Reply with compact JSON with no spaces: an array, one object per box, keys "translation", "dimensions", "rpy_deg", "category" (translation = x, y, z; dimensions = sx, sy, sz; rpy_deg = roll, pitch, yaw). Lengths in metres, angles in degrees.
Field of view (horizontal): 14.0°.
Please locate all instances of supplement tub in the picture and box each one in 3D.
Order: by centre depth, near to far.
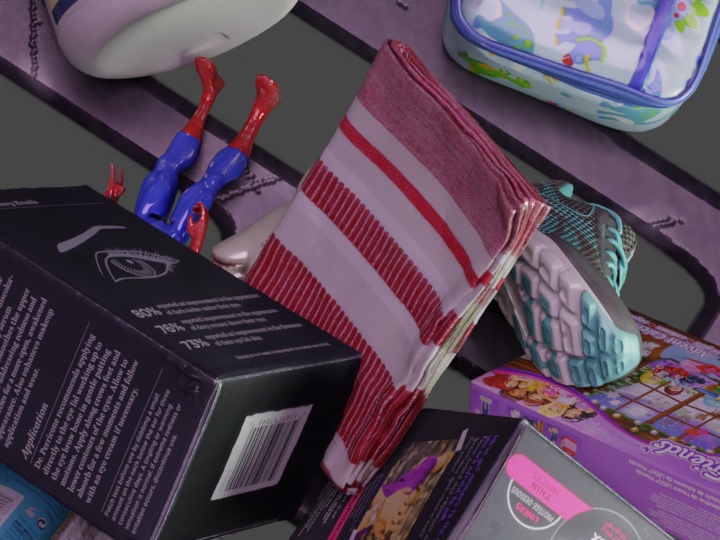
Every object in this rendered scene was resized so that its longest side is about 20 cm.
[{"translation":[-0.127,-0.224,1.655],"dimensions":[0.145,0.145,0.200],"rpy_deg":[-18,78,-6],"category":"supplement tub"}]

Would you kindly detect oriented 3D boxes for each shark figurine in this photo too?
[{"translation":[0.020,-0.009,1.634],"dimensions":[0.128,0.214,0.090],"rpy_deg":[-51,124,-40],"category":"shark figurine"}]

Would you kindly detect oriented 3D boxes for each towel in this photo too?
[{"translation":[0.005,-0.001,1.535],"dimensions":[0.144,0.023,0.200],"rpy_deg":[50,120,36],"category":"towel"}]

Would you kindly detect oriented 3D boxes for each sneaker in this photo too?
[{"translation":[0.116,-0.004,1.607],"dimensions":[0.091,0.200,0.078],"rpy_deg":[-13,121,-18],"category":"sneaker"}]

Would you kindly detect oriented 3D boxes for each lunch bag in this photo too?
[{"translation":[0.147,-0.191,1.692],"dimensions":[0.161,0.082,0.200],"rpy_deg":[23,78,0],"category":"lunch bag"}]

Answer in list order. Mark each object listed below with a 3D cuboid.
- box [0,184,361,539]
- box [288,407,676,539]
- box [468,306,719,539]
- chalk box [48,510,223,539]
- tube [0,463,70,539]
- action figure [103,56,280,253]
[{"translation":[-0.127,0.046,1.509],"dimensions":[0.200,0.148,0.104],"rpy_deg":[31,107,25],"category":"box"},{"translation":[0.062,0.146,1.532],"dimensions":[0.122,0.200,0.106],"rpy_deg":[38,77,-18],"category":"box"},{"translation":[0.176,0.087,1.562],"dimensions":[0.200,0.039,0.137],"rpy_deg":[23,32,36],"category":"box"},{"translation":[-0.143,0.222,1.550],"dimensions":[0.124,0.124,0.200],"rpy_deg":[38,94,5],"category":"chalk box"},{"translation":[-0.167,0.104,1.594],"dimensions":[0.077,0.050,0.200],"rpy_deg":[35,47,2],"category":"tube"},{"translation":[-0.112,-0.026,1.646],"dimensions":[0.065,0.052,0.200],"rpy_deg":[19,72,17],"category":"action figure"}]
